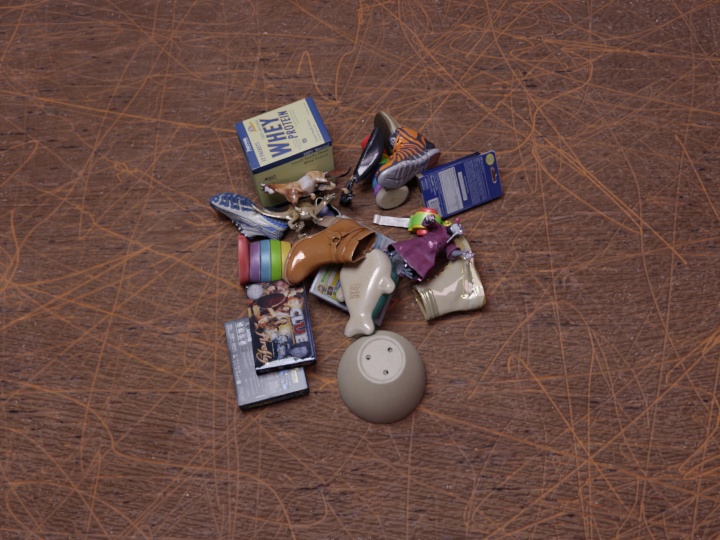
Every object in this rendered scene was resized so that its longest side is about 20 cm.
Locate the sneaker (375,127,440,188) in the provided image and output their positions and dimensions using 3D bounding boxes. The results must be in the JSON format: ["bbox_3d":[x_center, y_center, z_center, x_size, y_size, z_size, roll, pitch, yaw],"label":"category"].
[{"bbox_3d":[0.089,-0.270,1.648,0.199,0.078,0.112,-28,64,-36],"label":"sneaker"}]

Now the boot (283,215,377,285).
[{"bbox_3d":[-0.067,-0.035,1.508,0.154,0.074,0.201,21,69,44],"label":"boot"}]

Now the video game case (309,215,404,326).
[{"bbox_3d":[0.000,0.000,1.599,0.180,0.022,0.202,26,73,-10],"label":"video game case"}]

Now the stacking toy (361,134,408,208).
[{"bbox_3d":[0.048,-0.254,1.722,0.084,0.086,0.202,-18,61,-6],"label":"stacking toy"}]

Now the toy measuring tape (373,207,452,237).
[{"bbox_3d":[0.121,-0.117,1.643,0.197,0.074,0.074,9,66,15],"label":"toy measuring tape"}]

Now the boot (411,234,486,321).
[{"bbox_3d":[0.189,0.010,1.602,0.153,0.073,0.202,-14,69,-3],"label":"boot"}]

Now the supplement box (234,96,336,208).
[{"bbox_3d":[-0.175,-0.273,1.665,0.198,0.200,0.135,-22,67,-8],"label":"supplement box"}]

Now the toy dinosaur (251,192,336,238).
[{"bbox_3d":[-0.147,-0.125,1.618,0.197,0.059,0.102,-12,51,-6],"label":"toy dinosaur"}]

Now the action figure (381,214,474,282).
[{"bbox_3d":[0.161,-0.049,1.571,0.199,0.149,0.135,-34,89,-23],"label":"action figure"}]

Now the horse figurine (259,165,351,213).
[{"bbox_3d":[-0.115,-0.193,1.603,0.199,0.050,0.132,-28,38,-27],"label":"horse figurine"}]

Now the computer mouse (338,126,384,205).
[{"bbox_3d":[0.008,-0.241,1.679,0.046,0.140,0.202,25,82,-9],"label":"computer mouse"}]

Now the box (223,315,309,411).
[{"bbox_3d":[-0.209,0.194,1.543,0.156,0.051,0.202,-14,66,-4],"label":"box"}]

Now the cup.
[{"bbox_3d":[0.044,0.209,1.479,0.197,0.144,0.203,-1,66,2],"label":"cup"}]

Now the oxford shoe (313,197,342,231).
[{"bbox_3d":[-0.053,-0.089,1.649,0.071,0.074,0.200,-37,70,-14],"label":"oxford shoe"}]

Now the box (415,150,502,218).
[{"bbox_3d":[0.240,-0.205,1.673,0.198,0.122,0.032,-20,25,-7],"label":"box"}]

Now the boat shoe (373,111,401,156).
[{"bbox_3d":[0.104,-0.321,1.758,0.075,0.072,0.202,-17,69,-28],"label":"boat shoe"}]

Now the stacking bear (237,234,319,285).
[{"bbox_3d":[-0.182,-0.023,1.610,0.197,0.121,0.116,-2,87,-9],"label":"stacking bear"}]

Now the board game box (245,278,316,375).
[{"bbox_3d":[-0.176,0.118,1.531,0.133,0.035,0.202,-10,64,-5],"label":"board game box"}]

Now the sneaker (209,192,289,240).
[{"bbox_3d":[-0.272,-0.118,1.656,0.198,0.086,0.077,21,29,0],"label":"sneaker"}]

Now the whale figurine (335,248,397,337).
[{"bbox_3d":[0.019,0.054,1.513,0.158,0.103,0.203,-13,60,35],"label":"whale figurine"}]
